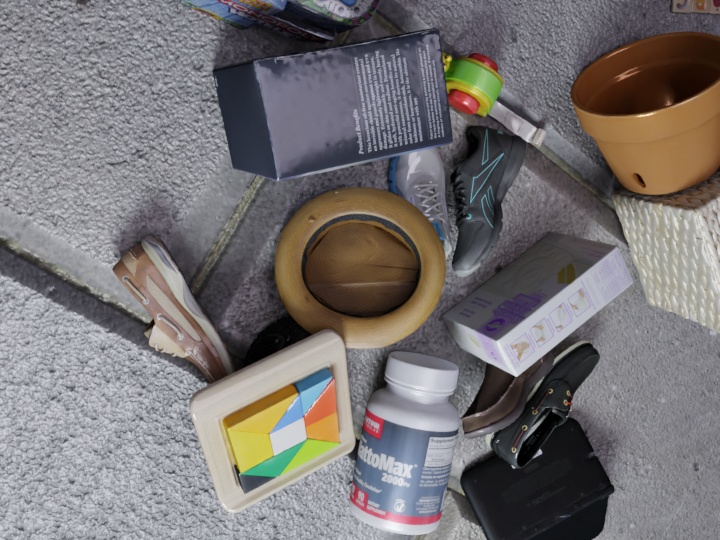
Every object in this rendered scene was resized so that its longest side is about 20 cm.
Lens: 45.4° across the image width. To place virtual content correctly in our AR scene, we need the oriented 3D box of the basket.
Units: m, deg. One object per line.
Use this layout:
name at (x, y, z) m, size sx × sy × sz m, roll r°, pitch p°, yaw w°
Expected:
basket at (0.474, -0.045, 1.157) m, size 0.160 × 0.198 × 0.202 m, roll -29°, pitch 109°, yaw -10°

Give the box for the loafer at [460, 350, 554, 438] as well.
loafer at (0.179, 0.142, 1.114) m, size 0.071 × 0.073 × 0.200 m, roll 56°, pitch 43°, yaw -7°

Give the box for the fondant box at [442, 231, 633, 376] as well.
fondant box at (0.222, 0.036, 1.094) m, size 0.199 × 0.144 × 0.059 m, roll -37°, pitch 111°, yaw -13°

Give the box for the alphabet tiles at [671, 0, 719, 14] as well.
alphabet tiles at (0.475, -0.459, 1.189) m, size 0.164 × 0.006 × 0.203 m, roll -4°, pitch 100°, yaw -22°

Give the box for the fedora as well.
fedora at (0.000, 0.000, 1.016) m, size 0.198 × 0.082 × 0.203 m, roll 0°, pitch 81°, yaw 1°

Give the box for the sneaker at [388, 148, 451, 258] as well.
sneaker at (0.084, -0.063, 1.054) m, size 0.074 × 0.087 × 0.203 m, roll -7°, pitch 100°, yaw -19°

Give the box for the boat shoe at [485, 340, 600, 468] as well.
boat shoe at (0.259, 0.182, 1.168) m, size 0.201 × 0.063 × 0.074 m, roll -45°, pitch 136°, yaw -9°

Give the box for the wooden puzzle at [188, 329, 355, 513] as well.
wooden puzzle at (-0.089, 0.179, 0.980) m, size 0.183 × 0.037 × 0.202 m, roll -24°, pitch 134°, yaw -19°

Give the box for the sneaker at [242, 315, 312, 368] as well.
sneaker at (-0.104, 0.141, 1.028) m, size 0.090 × 0.076 × 0.201 m, roll 35°, pitch 92°, yaw -32°

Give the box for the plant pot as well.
plant pot at (0.384, -0.193, 1.103) m, size 0.199 × 0.200 × 0.141 m, roll -35°, pitch 122°, yaw -13°

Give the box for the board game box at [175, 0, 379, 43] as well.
board game box at (-0.091, -0.287, 0.883) m, size 0.198 × 0.200 × 0.062 m, roll 19°, pitch 91°, yaw -23°

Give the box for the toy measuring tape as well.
toy measuring tape at (0.169, -0.212, 1.072) m, size 0.199 × 0.073 × 0.074 m, roll 30°, pitch 87°, yaw -23°

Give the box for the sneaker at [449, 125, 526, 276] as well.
sneaker at (0.141, -0.089, 1.078) m, size 0.079 × 0.075 × 0.202 m, roll 24°, pitch 71°, yaw -12°

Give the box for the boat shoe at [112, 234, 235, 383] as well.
boat shoe at (-0.207, 0.060, 0.968) m, size 0.071 × 0.076 × 0.201 m, roll -32°, pitch 100°, yaw -10°

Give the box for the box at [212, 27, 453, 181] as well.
box at (-0.036, -0.177, 0.925) m, size 0.196 × 0.200 × 0.125 m, roll -14°, pitch 104°, yaw -18°

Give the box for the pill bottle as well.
pill bottle at (0.059, 0.209, 1.071) m, size 0.118 × 0.119 × 0.203 m, roll 9°, pitch 95°, yaw -23°

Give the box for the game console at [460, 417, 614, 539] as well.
game console at (0.246, 0.333, 1.222) m, size 0.198 × 0.117 × 0.177 m, roll -23°, pitch 77°, yaw -17°
